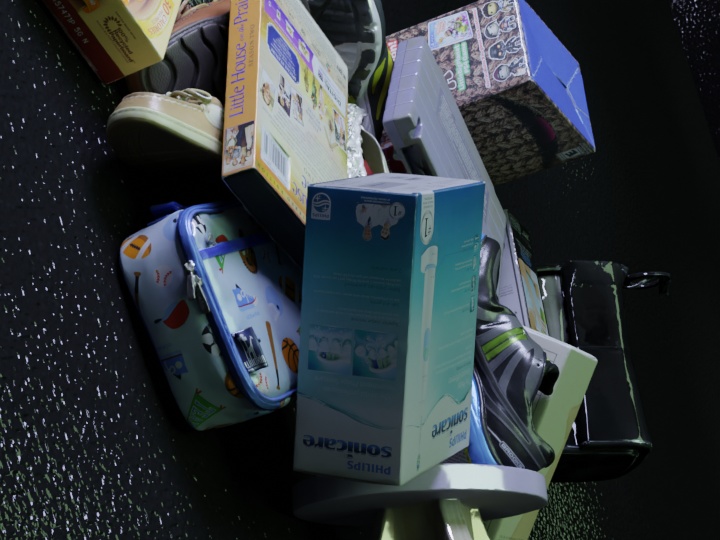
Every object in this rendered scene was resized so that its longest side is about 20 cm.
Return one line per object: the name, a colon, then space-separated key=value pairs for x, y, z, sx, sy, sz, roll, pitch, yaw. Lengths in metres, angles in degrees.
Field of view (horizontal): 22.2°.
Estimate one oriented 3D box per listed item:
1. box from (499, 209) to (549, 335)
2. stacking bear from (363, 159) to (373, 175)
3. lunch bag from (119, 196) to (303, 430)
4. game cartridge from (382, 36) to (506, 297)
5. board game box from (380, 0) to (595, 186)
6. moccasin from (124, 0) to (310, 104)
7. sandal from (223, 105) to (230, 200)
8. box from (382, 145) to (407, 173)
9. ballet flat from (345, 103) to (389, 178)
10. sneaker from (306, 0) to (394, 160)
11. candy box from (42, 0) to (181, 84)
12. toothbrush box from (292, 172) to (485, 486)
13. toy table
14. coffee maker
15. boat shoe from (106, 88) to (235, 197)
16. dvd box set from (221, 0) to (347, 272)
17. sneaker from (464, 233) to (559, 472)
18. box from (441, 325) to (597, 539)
box: x=0.109 y=0.059 z=1.669 sx=0.060 sy=0.116 sz=0.201 roll=39 pitch=36 yaw=-57
stacking bear: x=0.000 y=0.000 z=1.473 sx=0.121 sy=0.113 sz=0.201 roll=35 pitch=36 yaw=-52
lunch bag: x=-0.087 y=0.021 z=1.289 sx=0.161 sy=0.075 sz=0.200 roll=69 pitch=21 yaw=1
game cartridge: x=0.071 y=-0.081 z=1.530 sx=0.130 sy=0.038 sz=0.201 roll=-84 pitch=153 yaw=-54
board game box: x=0.089 y=-0.149 z=1.671 sx=0.159 sy=0.199 sz=0.097 roll=35 pitch=42 yaw=-55
moccasin: x=-0.116 y=-0.171 z=1.377 sx=0.201 sy=0.077 sz=0.074 roll=-46 pitch=132 yaw=-49
sandal: x=-0.069 y=-0.126 z=1.451 sx=0.078 sy=0.069 sz=0.213 roll=40 pitch=37 yaw=-52
box: x=0.043 y=0.003 z=1.579 sx=0.100 sy=0.095 sz=0.201 roll=26 pitch=49 yaw=-61
ballet flat: x=-0.004 y=-0.064 z=1.420 sx=0.072 sy=0.072 sz=0.201 roll=47 pitch=23 yaw=-46
sneaker: x=-0.009 y=-0.173 z=1.511 sx=0.201 sy=0.074 sz=0.085 roll=93 pitch=19 yaw=-45
candy box: x=-0.175 y=-0.240 z=1.312 sx=0.116 sy=0.055 sz=0.200 roll=56 pitch=26 yaw=-33
toothbrush box: x=0.022 y=0.037 z=1.289 sx=0.146 sy=0.085 sz=0.201 roll=-18 pitch=111 yaw=-67
toy table: x=0.050 y=0.213 z=1.347 sx=0.184 sy=0.199 sz=0.118 roll=123 pitch=-37 yaw=-67
coffee maker: x=0.228 y=0.099 z=1.818 sx=0.135 sy=0.191 sz=0.201 roll=62 pitch=19 yaw=-66
boat shoe: x=-0.113 y=-0.100 z=1.302 sx=0.200 sy=0.073 sz=0.064 roll=18 pitch=69 yaw=-59
dvd box set: x=-0.051 y=-0.109 z=1.325 sx=0.146 sy=0.029 sz=0.201 roll=49 pitch=33 yaw=-48
sneaker: x=0.111 y=0.069 z=1.436 sx=0.071 sy=0.082 sz=0.201 roll=90 pitch=-7 yaw=-69
box: x=0.109 y=0.144 z=1.495 sx=0.078 sy=0.095 sz=0.201 roll=25 pitch=88 yaw=-62
